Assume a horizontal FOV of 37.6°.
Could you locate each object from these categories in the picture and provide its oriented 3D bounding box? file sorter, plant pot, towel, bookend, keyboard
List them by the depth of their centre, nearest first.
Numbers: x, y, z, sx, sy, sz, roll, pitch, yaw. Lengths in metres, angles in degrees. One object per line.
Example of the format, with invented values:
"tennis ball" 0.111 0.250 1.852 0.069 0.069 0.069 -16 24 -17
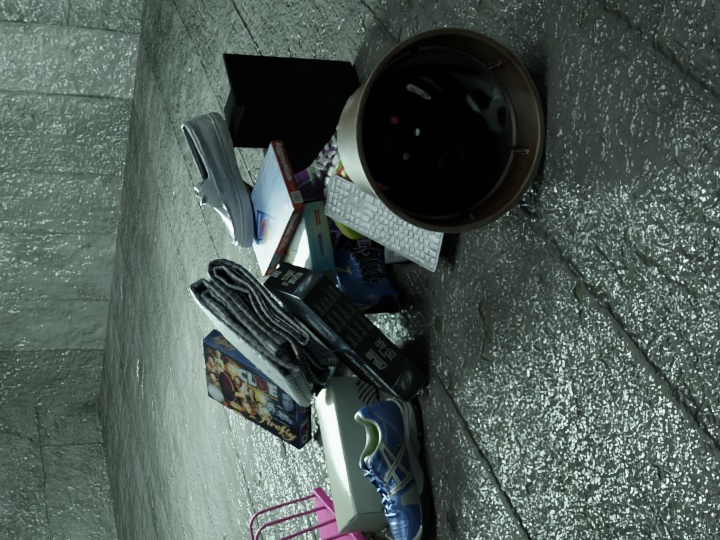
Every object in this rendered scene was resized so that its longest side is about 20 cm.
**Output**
"plant pot" 0.067 -0.144 1.139 0.198 0.198 0.202 -165 76 -75
"keyboard" 0.026 -0.061 1.305 0.199 0.011 0.057 29 123 39
"towel" -0.128 0.082 1.464 0.200 0.086 0.166 39 168 20
"file sorter" -0.070 0.423 1.497 0.200 0.124 0.140 -154 52 -66
"bookend" -0.121 -0.213 1.579 0.201 0.197 0.093 115 145 -47

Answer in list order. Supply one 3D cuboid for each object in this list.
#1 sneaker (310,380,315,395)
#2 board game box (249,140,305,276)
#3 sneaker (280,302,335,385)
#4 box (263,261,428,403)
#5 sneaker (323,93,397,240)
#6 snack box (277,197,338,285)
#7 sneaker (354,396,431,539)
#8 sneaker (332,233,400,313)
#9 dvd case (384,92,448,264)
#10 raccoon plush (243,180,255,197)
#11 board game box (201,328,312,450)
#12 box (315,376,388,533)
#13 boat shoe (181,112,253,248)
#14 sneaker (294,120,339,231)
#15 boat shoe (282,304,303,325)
"sneaker" -0.134 0.167 1.739 0.200 0.095 0.080 168 101 -68
"board game box" -0.121 -0.082 1.458 0.200 0.019 0.104 123 133 -59
"sneaker" -0.086 0.089 1.643 0.077 0.080 0.201 119 144 -47
"box" -0.022 0.076 1.354 0.044 0.200 0.160 -48 21 -11
"sneaker" 0.008 -0.125 1.358 0.090 0.078 0.202 41 133 49
"snack box" -0.094 -0.044 1.489 0.200 0.037 0.117 16 118 64
"sneaker" 0.038 0.260 1.330 0.076 0.076 0.202 136 129 -59
"sneaker" 0.000 0.000 1.433 0.200 0.078 0.090 -136 48 -62
"dvd case" 0.067 -0.113 1.338 0.150 0.025 0.202 170 99 -68
"raccoon plush" -0.137 -0.143 1.666 0.200 0.096 0.135 51 -146 -58
"board game box" -0.168 0.192 1.715 0.199 0.035 0.136 25 136 25
"box" -0.006 0.251 1.452 0.082 0.068 0.201 121 143 -54
"boat shoe" -0.206 -0.125 1.517 0.072 0.068 0.202 1 106 67
"sneaker" -0.043 -0.152 1.499 0.073 0.113 0.202 -138 53 -64
"boat shoe" -0.066 0.001 1.612 0.071 0.069 0.201 87 -168 -47
